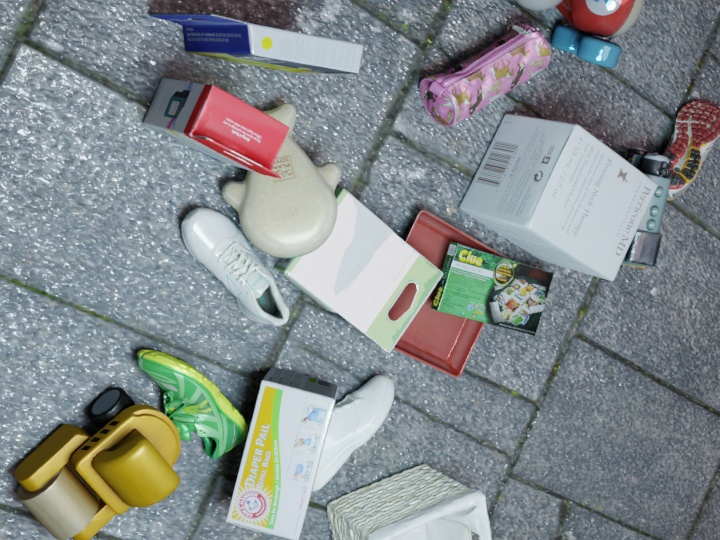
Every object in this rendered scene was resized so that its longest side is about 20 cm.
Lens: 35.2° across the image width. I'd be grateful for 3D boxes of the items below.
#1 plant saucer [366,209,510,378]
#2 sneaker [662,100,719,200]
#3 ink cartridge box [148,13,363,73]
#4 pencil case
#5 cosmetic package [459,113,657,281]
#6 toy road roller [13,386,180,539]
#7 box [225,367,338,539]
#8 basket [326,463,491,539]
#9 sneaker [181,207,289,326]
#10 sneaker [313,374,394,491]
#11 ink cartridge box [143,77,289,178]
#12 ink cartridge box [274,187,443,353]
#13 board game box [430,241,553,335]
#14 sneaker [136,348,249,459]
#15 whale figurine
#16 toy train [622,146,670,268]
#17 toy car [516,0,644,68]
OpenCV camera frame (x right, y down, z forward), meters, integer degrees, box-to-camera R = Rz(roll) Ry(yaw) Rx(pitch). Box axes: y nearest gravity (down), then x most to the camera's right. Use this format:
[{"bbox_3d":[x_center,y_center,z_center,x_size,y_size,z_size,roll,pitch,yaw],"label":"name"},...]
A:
[{"bbox_3d":[0.110,0.035,1.687,0.199,0.037,0.200,27,87,-33],"label":"plant saucer"},{"bbox_3d":[0.540,-0.202,1.883,0.200,0.078,0.082,-53,164,-22],"label":"sneaker"},{"bbox_3d":[-0.130,-0.272,1.370,0.200,0.198,0.047,2,99,-31],"label":"ink cartridge box"},{"bbox_3d":[0.178,-0.281,1.627,0.200,0.083,0.087,-34,118,-20],"label":"pencil case"},{"bbox_3d":[0.294,-0.110,1.689,0.200,0.166,0.168,28,86,-34],"label":"cosmetic package"},{"bbox_3d":[-0.314,0.252,1.410,0.200,0.146,0.123,-42,119,-17],"label":"toy road roller"},{"bbox_3d":[-0.104,0.248,1.540,0.101,0.112,0.200,15,95,1],"label":"box"},{"bbox_3d":[0.073,0.421,1.681,0.200,0.161,0.199,-18,110,-28],"label":"basket"},{"bbox_3d":[-0.156,-0.004,1.489,0.070,0.080,0.200,-45,119,-13],"label":"sneaker"},{"bbox_3d":[-0.035,0.217,1.625,0.088,0.075,0.200,45,78,-19],"label":"sneaker"},{"bbox_3d":[-0.168,-0.173,1.368,0.116,0.200,0.067,25,88,-34],"label":"ink cartridge box"},{"bbox_3d":[0.000,0.000,1.587,0.200,0.048,0.146,39,79,-24],"label":"ink cartridge box"},{"bbox_3d":[0.201,0.029,1.707,0.200,0.023,0.105,16,95,-34],"label":"board game box"},{"bbox_3d":[-0.226,0.179,1.491,0.084,0.074,0.200,-50,122,-17],"label":"sneaker"},{"bbox_3d":[-0.105,-0.115,1.495,0.159,0.104,0.200,-14,86,-8],"label":"whale figurine"},{"bbox_3d":[0.437,-0.096,1.807,0.085,0.114,0.200,10,96,-25],"label":"toy train"},{"bbox_3d":[0.287,-0.411,1.625,0.200,0.177,0.185,10,108,-20],"label":"toy car"}]
